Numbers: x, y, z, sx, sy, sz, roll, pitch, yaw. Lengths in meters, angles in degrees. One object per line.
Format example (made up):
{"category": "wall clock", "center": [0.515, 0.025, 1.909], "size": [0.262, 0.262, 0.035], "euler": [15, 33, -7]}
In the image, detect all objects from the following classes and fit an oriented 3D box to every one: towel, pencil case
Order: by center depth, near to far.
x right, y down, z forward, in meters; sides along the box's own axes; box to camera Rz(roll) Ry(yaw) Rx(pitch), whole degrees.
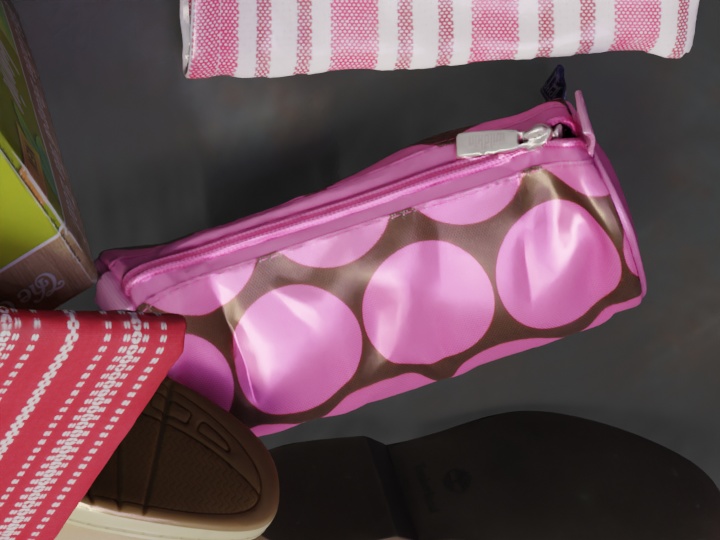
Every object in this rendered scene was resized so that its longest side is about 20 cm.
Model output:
{"category": "towel", "center": [-0.162, 0.054, 0.751], "size": [0.199, 0.023, 0.145], "euler": [3, 138, -37]}
{"category": "towel", "center": [0.035, -0.138, 0.939], "size": [0.199, 0.030, 0.147], "euler": [-4, 119, -14]}
{"category": "pencil case", "center": [0.000, 0.000, 0.971], "size": [0.199, 0.091, 0.094], "euler": [-21, 152, -4]}

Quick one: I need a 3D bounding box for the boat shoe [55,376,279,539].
{"category": "boat shoe", "center": [-0.128, 0.070, 0.911], "size": [0.199, 0.072, 0.065], "euler": [8, 133, -12]}

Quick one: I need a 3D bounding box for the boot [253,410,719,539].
{"category": "boot", "center": [0.046, 0.107, 1.060], "size": [0.199, 0.074, 0.076], "euler": [-1, 136, -10]}

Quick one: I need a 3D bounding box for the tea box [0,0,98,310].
{"category": "tea box", "center": [-0.195, -0.078, 0.808], "size": [0.133, 0.200, 0.197], "euler": [-30, 122, 3]}
